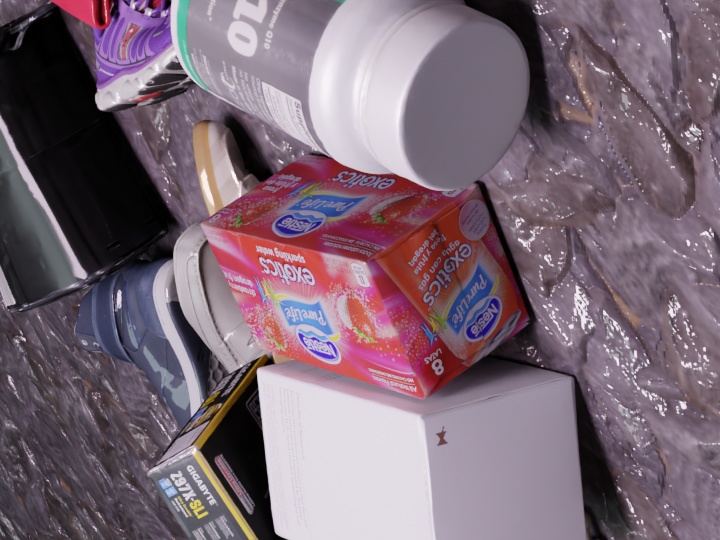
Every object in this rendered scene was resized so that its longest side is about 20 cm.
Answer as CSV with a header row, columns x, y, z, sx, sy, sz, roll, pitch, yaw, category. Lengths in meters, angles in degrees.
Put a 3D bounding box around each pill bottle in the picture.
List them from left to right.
x,y,z,sx,sy,sz,roll,pitch,yaw,category
-0.007,-0.121,1.170,0.199,0.113,0.114,29,144,43,pill bottle

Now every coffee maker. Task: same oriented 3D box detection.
x,y,z,sx,sy,sz,roll,pitch,yaw,category
-0.241,-0.083,1.602,0.201,0.134,0.192,61,153,-7,coffee maker

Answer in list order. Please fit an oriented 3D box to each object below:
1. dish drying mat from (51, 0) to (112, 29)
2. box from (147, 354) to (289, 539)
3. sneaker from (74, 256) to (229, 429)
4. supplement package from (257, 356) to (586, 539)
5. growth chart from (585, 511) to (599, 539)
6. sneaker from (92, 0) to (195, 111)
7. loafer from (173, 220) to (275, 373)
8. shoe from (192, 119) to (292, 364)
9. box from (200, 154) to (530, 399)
x,y,z,sx,sy,sz,roll,pitch,yaw,category
-0.212,-0.225,1.475,0.200,0.018,0.077,-144,46,-58,dish drying mat
-0.052,0.178,1.470,0.049,0.160,0.201,-28,100,22,box
-0.150,0.082,1.690,0.146,0.077,0.204,1,112,47,sneaker
0.036,0.119,1.340,0.199,0.116,0.118,10,108,58,supplement package
0.084,0.243,1.393,0.199,0.018,0.146,-24,87,25,growth chart
-0.134,-0.159,1.402,0.200,0.080,0.084,-11,95,58,sneaker
-0.074,0.051,1.553,0.070,0.070,0.201,13,139,49,loafer
-0.064,-0.017,1.479,0.070,0.053,0.201,-94,-16,-72,shoe
0.000,0.000,1.320,0.199,0.095,0.100,14,133,55,box
